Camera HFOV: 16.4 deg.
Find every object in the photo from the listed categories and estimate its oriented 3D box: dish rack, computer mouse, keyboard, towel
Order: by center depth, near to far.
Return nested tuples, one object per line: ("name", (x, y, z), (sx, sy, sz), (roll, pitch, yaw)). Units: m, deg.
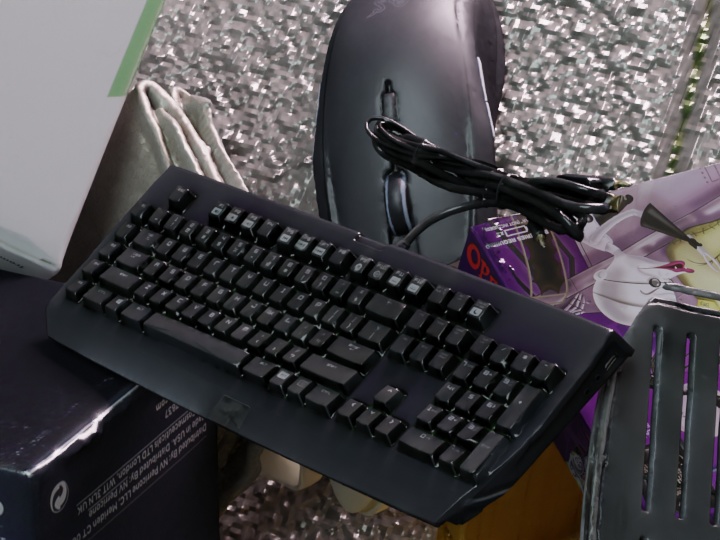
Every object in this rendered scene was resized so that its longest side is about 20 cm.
("dish rack", (0.158, 0.080, 0.683), (0.199, 0.055, 0.154), (12, 67, -13))
("keyboard", (0.000, 0.000, 0.740), (0.199, 0.021, 0.127), (21, 59, 45))
("towel", (-0.089, 0.042, 0.902), (0.200, 0.034, 0.133), (-53, 50, 33))
("computer mouse", (0.043, -0.041, 0.948), (0.140, 0.046, 0.201), (-3, 63, 20))

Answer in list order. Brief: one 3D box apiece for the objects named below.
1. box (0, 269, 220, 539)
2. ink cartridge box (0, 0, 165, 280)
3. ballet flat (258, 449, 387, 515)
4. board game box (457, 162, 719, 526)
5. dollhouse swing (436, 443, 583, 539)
("box", (-0.156, 0.108, 0.837), (0.199, 0.200, 0.123), (11, 27, 23))
("ink cartridge box", (-0.154, -0.057, 0.935), (0.087, 0.200, 0.146), (27, 67, -19))
("ballet flat", (-0.013, 0.045, 0.892), (0.199, 0.068, 0.076), (17, 110, 46))
("board game box", (0.143, 0.014, 0.768), (0.199, 0.032, 0.120), (-15, 60, -23))
("dollhouse swing", (0.053, 0.156, 0.782), (0.175, 0.182, 0.200), (-20, 57, -17))
